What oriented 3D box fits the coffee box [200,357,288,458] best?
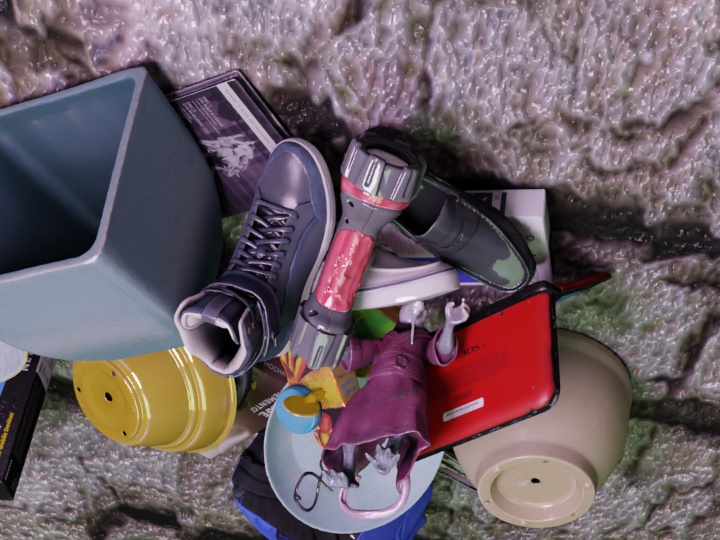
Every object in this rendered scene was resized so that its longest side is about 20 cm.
[{"bbox_3d":[-0.143,0.116,1.503,0.112,0.081,0.199,32,138,-27],"label":"coffee box"}]

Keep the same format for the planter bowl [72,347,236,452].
[{"bbox_3d":[-0.222,0.107,1.371,0.199,0.083,0.203,20,124,32],"label":"planter bowl"}]

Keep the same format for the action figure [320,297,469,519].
[{"bbox_3d":[0.040,0.105,1.266,0.132,0.201,0.150,0,137,21],"label":"action figure"}]

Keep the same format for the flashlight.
[{"bbox_3d":[-0.008,-0.011,1.161,0.067,0.068,0.202,-4,123,-45],"label":"flashlight"}]

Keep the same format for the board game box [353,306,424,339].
[{"bbox_3d":[-0.012,0.049,1.431,0.095,0.030,0.199,-23,135,35],"label":"board game box"}]

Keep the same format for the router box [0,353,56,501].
[{"bbox_3d":[-0.418,0.140,1.500,0.147,0.202,0.051,4,145,8],"label":"router box"}]

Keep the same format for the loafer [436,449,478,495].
[{"bbox_3d":[0.131,0.205,1.568,0.198,0.072,0.063,16,139,-2],"label":"loafer"}]

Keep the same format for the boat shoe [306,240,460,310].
[{"bbox_3d":[0.000,0.000,1.260,0.198,0.067,0.072,-5,-177,42],"label":"boat shoe"}]

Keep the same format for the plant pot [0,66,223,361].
[{"bbox_3d":[-0.225,-0.022,1.233,0.194,0.198,0.200,-12,142,28],"label":"plant pot"}]

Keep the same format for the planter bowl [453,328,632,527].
[{"bbox_3d":[0.181,0.176,1.438,0.197,0.136,0.202,4,136,4],"label":"planter bowl"}]

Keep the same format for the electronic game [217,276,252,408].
[{"bbox_3d":[-0.186,0.061,1.404,0.198,0.041,0.202,20,124,32],"label":"electronic game"}]

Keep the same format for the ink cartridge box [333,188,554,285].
[{"bbox_3d":[0.077,-0.029,1.297,0.197,0.040,0.100,-1,141,12],"label":"ink cartridge box"}]

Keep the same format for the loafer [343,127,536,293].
[{"bbox_3d":[0.067,-0.043,1.210,0.200,0.071,0.068,38,115,-9],"label":"loafer"}]

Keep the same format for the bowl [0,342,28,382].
[{"bbox_3d":[-0.419,0.018,1.418,0.197,0.109,0.201,6,143,5],"label":"bowl"}]

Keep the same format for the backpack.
[{"bbox_3d":[-0.039,0.260,1.573,0.199,0.163,0.169,22,152,33],"label":"backpack"}]

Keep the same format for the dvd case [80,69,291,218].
[{"bbox_3d":[-0.151,-0.101,1.275,0.198,0.016,0.149,-13,136,29],"label":"dvd case"}]

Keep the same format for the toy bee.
[{"bbox_3d":[-0.018,0.128,1.347,0.108,0.131,0.202,-1,127,31],"label":"toy bee"}]

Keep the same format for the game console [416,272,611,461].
[{"bbox_3d":[0.134,0.090,1.312,0.118,0.174,0.199,25,142,-36],"label":"game console"}]

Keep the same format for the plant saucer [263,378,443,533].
[{"bbox_3d":[-0.008,0.168,1.440,0.200,0.203,0.039,29,-178,-23],"label":"plant saucer"}]

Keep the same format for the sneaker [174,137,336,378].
[{"bbox_3d":[-0.088,-0.007,1.190,0.076,0.146,0.205,16,105,21],"label":"sneaker"}]
